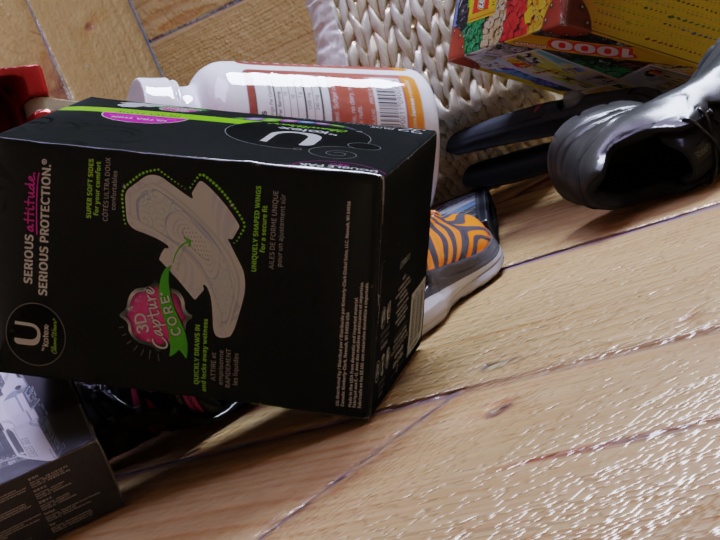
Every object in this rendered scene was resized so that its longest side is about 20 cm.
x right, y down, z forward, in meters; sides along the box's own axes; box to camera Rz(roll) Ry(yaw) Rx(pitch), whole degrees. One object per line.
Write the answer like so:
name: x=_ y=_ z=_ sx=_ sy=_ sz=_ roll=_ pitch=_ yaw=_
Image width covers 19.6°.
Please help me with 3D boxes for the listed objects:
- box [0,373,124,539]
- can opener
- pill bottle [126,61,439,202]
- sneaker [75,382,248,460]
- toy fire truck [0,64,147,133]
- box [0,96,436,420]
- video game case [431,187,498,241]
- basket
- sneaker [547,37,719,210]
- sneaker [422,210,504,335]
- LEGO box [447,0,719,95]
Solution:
box: x=-0.240 y=0.105 z=1.096 sx=0.199 sy=0.050 sz=0.158 roll=-25 pitch=37 yaw=-8
can opener: x=0.133 y=-0.090 z=1.426 sx=0.078 sy=0.064 sz=0.199 roll=-29 pitch=19 yaw=-37
pill bottle: x=-0.055 y=-0.083 z=1.401 sx=0.198 sy=0.114 sz=0.112 roll=1 pitch=0 yaw=-17
sneaker: x=-0.117 y=0.060 z=1.179 sx=0.199 sy=0.077 sz=0.084 roll=-27 pitch=4 yaw=-15
toy fire truck: x=-0.160 y=-0.066 z=1.227 sx=0.199 sy=0.049 sz=0.141 roll=-5 pitch=-23 yaw=-37
box: x=-0.073 y=-0.012 z=1.073 sx=0.198 sy=0.126 sz=0.149 roll=7 pitch=14 yaw=11
video game case: x=0.000 y=0.000 z=1.433 sx=0.198 sy=0.026 sz=0.181 roll=-23 pitch=7 yaw=7
basket: x=0.064 y=-0.170 z=1.583 sx=0.159 sy=0.202 sz=0.198 roll=-17 pitch=-18 yaw=15
sneaker: x=0.212 y=-0.087 z=1.256 sx=0.199 sy=0.076 sz=0.091 roll=-31 pitch=17 yaw=3
sneaker: x=0.023 y=-0.031 z=1.230 sx=0.077 sy=0.113 sz=0.200 roll=-21 pitch=8 yaw=19
LEGO box: x=0.183 y=-0.164 z=1.412 sx=0.198 sy=0.078 sz=0.149 roll=13 pitch=-10 yaw=-25
